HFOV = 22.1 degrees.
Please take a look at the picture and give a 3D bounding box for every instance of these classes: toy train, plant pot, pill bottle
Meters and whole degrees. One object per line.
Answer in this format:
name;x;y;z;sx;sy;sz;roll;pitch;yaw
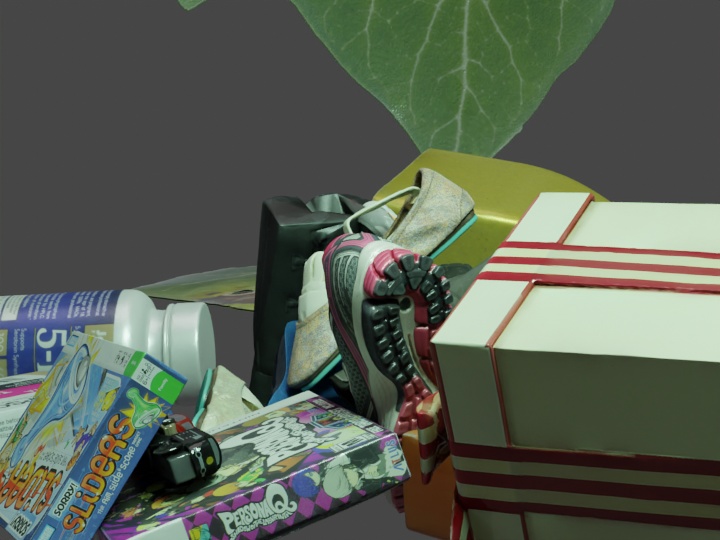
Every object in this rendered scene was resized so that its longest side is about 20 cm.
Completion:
toy train;-0.126;0.107;1.174;0.046;0.034;0.200;-19;9;-17
plant pot;0.132;0.012;1.638;0.199;0.197;0.194;5;18;17
pill bottle;-0.233;0.078;1.629;0.198;0.121;0.120;-4;5;5

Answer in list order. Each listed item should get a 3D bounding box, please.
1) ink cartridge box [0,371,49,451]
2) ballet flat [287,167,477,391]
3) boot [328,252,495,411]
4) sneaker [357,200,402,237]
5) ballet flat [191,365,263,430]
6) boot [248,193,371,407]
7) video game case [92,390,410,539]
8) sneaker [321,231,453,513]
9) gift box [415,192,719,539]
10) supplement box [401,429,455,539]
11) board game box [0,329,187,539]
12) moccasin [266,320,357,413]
ink cartridge box;-0.265;0.126;1.375;0.164;0.076;0.199;-1;5;42
ballet flat;0.000;0.000;1.345;0.200;0.067;0.068;-46;7;-22
boot;0.069;0.047;1.258;0.131;0.068;0.200;-46;14;-31
sneaker;0.026;0.045;1.427;0.077;0.201;0.078;-16;11;-9
ballet flat;-0.101;0.124;1.424;0.062;0.068;0.200;15;11;-4
boot;-0.017;0.032;1.494;0.164;0.201;0.065;-13;28;-39
video game case;-0.082;0.133;1.157;0.180;0.036;0.200;-21;10;-14
sneaker;0.026;0.064;1.180;0.080;0.201;0.075;-26;33;-27
gift box;0.138;0.084;0.957;0.186;0.201;0.185;4;26;27
supplement box;0.123;0.123;1.180;0.199;0.069;0.066;-9;9;-35
board game box;-0.183;0.110;1.178;0.034;0.136;0.200;34;-10;-19
moccasin;-0.032;0.112;1.352;0.080;0.069;0.200;9;29;1
